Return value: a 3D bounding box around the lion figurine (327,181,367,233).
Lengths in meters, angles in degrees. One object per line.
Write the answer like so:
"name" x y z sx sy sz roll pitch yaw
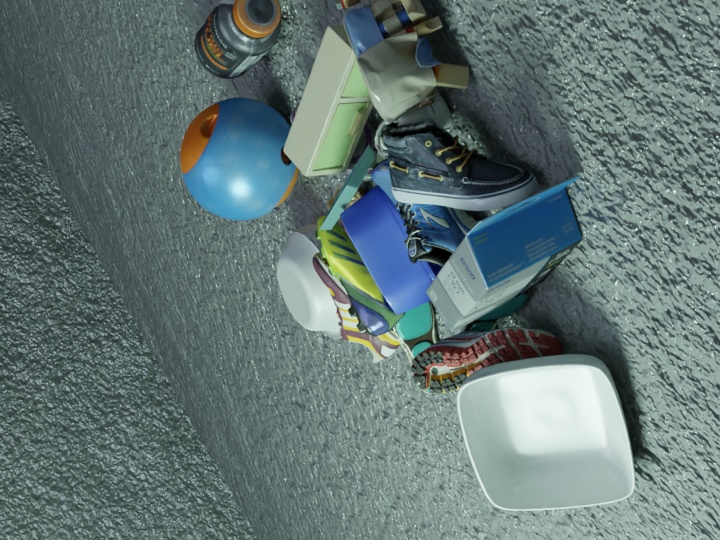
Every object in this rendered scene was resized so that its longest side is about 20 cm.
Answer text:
"lion figurine" 0.019 -0.041 1.656 0.200 0.072 0.122 49 148 1

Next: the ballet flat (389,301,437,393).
"ballet flat" 0.084 0.096 1.644 0.062 0.067 0.202 -118 13 -69

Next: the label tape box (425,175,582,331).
"label tape box" 0.173 -0.017 1.233 0.066 0.142 0.200 59 156 12

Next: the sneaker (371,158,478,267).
"sneaker" 0.085 -0.062 1.388 0.200 0.089 0.079 45 158 5

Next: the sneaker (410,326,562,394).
"sneaker" 0.165 0.104 1.395 0.198 0.082 0.079 -8 106 28

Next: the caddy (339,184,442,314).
"caddy" 0.058 -0.035 1.495 0.201 0.104 0.141 60 -171 1

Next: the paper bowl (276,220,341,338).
"paper bowl" -0.070 0.022 1.846 0.201 0.104 0.202 47 150 38

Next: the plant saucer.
"plant saucer" -0.018 -0.110 1.503 0.019 0.070 0.200 28 161 -3

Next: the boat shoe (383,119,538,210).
"boat shoe" 0.112 -0.128 1.279 0.199 0.071 0.092 4 122 36

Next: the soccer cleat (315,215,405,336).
"soccer cleat" 0.000 0.000 1.597 0.201 0.083 0.065 63 -168 13

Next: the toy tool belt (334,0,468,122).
"toy tool belt" 0.047 -0.291 1.304 0.125 0.122 0.202 43 -154 -79

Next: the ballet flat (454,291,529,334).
"ballet flat" 0.164 0.044 1.428 0.070 0.069 0.200 58 157 15

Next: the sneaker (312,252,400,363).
"sneaker" -0.018 0.061 1.722 0.200 0.075 0.090 46 118 4

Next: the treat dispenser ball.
"treat dispenser ball" -0.200 -0.185 1.790 0.201 0.200 0.202 47 151 36

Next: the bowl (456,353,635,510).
"bowl" 0.230 0.189 1.321 0.198 0.075 0.202 -10 112 21

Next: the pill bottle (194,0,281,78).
"pill bottle" -0.188 -0.379 1.694 0.107 0.106 0.200 66 157 -3

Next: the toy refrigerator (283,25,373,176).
"toy refrigerator" -0.030 -0.227 1.462 0.070 0.075 0.201 49 131 32

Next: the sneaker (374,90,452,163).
"sneaker" 0.049 -0.173 1.426 0.076 0.081 0.200 59 158 9

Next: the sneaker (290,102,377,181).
"sneaker" -0.020 -0.185 1.600 0.200 0.075 0.100 42 172 38
